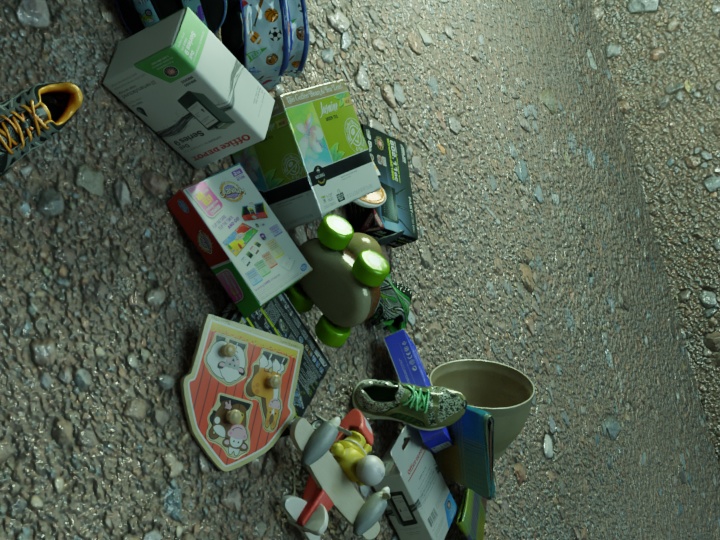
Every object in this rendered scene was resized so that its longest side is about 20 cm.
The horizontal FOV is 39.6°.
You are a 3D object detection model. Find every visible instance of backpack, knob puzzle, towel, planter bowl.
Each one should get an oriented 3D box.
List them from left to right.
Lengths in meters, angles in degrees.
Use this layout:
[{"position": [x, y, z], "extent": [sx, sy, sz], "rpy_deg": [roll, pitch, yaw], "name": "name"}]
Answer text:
[{"position": [-0.271, -0.430, 1.424], "extent": [0.135, 0.179, 0.203], "rpy_deg": [-81, 157, -59], "name": "backpack"}, {"position": [-0.164, 0.181, 1.406], "extent": [0.217, 0.030, 0.225], "rpy_deg": [1, 88, -41], "name": "knob puzzle"}, {"position": [-0.155, -0.373, 1.540], "extent": [0.190, 0.151, 0.204], "rpy_deg": [147, -71, -81], "name": "backpack"}, {"position": [0.173, 0.302, 1.754], "extent": [0.021, 0.199, 0.150], "rpy_deg": [-6, 98, -27], "name": "towel"}, {"position": [0.208, 0.448, 1.857], "extent": [0.201, 0.022, 0.146], "rpy_deg": [67, 28, -51], "name": "towel"}, {"position": [0.223, 0.272, 1.881], "extent": [0.200, 0.197, 0.137], "rpy_deg": [-30, 127, -56], "name": "planter bowl"}]

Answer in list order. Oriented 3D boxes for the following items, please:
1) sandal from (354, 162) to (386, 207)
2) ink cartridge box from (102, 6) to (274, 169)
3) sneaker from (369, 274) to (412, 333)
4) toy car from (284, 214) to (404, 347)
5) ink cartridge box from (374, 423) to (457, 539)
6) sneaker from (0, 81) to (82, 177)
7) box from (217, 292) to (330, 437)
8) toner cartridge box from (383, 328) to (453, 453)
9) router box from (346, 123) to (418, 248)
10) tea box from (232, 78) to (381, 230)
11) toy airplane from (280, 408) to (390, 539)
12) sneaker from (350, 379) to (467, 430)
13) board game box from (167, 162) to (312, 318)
[{"position": [-0.026, -0.198, 1.741], "extent": [0.207, 0.059, 0.079], "rpy_deg": [48, 44, -1], "name": "sandal"}, {"position": [-0.238, -0.252, 1.419], "extent": [0.200, 0.144, 0.085], "rpy_deg": [43, 43, -38], "name": "ink cartridge box"}, {"position": [0.032, 0.053, 1.763], "extent": [0.199, 0.077, 0.087], "rpy_deg": [29, 54, -49], "name": "sneaker"}, {"position": [0.000, 0.000, 1.608], "extent": [0.158, 0.165, 0.199], "rpy_deg": [44, 35, 18], "name": "toy car"}, {"position": [0.085, 0.368, 1.720], "extent": [0.203, 0.067, 0.116], "rpy_deg": [65, 31, -15], "name": "ink cartridge box"}, {"position": [-0.409, -0.174, 1.195], "extent": [0.079, 0.076, 0.201], "rpy_deg": [59, 37, -24], "name": "sneaker"}, {"position": [-0.136, 0.123, 1.511], "extent": [0.202, 0.044, 0.161], "rpy_deg": [58, 37, -23], "name": "box"}, {"position": [0.102, 0.212, 1.754], "extent": [0.095, 0.043, 0.203], "rpy_deg": [58, 10, -63], "name": "toner cartridge box"}, {"position": [0.034, -0.156, 1.867], "extent": [0.149, 0.061, 0.204], "rpy_deg": [14, 66, -55], "name": "router box"}, {"position": [-0.092, -0.185, 1.623], "extent": [0.199, 0.132, 0.200], "rpy_deg": [-31, 102, -56], "name": "tea box"}, {"position": [-0.030, 0.312, 1.502], "extent": [0.199, 0.139, 0.203], "rpy_deg": [8, 75, -58], "name": "toy airplane"}, {"position": [0.078, 0.216, 1.650], "extent": [0.089, 0.196, 0.078], "rpy_deg": [80, 14, -70], "name": "sneaker"}, {"position": [-0.175, -0.048, 1.479], "extent": [0.202, 0.040, 0.153], "rpy_deg": [56, 35, 0], "name": "board game box"}]
